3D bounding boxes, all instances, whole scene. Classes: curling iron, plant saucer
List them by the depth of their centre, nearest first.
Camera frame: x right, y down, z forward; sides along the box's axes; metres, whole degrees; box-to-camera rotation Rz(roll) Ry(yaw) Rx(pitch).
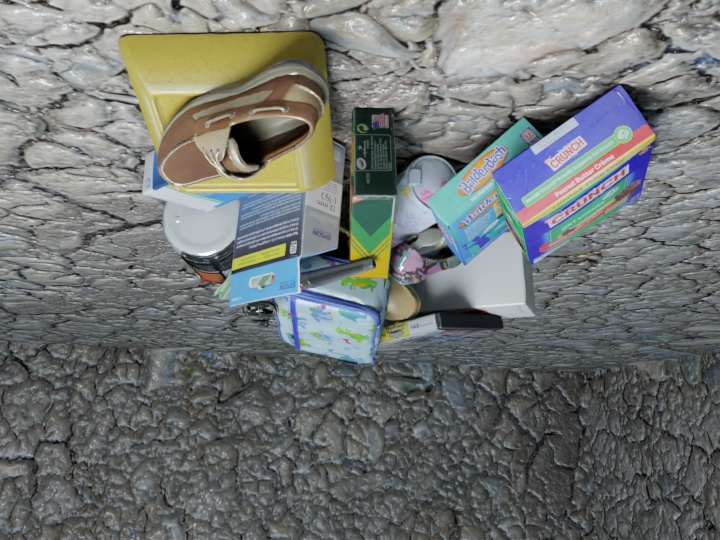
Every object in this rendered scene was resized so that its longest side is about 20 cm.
[{"bbox_3d":[-0.129,-0.144,0.754,0.197,0.049,0.201,0,144,2],"label":"plant saucer"},{"bbox_3d":[-0.064,0.022,0.909,0.198,0.050,0.026,-23,-175,26],"label":"curling iron"}]

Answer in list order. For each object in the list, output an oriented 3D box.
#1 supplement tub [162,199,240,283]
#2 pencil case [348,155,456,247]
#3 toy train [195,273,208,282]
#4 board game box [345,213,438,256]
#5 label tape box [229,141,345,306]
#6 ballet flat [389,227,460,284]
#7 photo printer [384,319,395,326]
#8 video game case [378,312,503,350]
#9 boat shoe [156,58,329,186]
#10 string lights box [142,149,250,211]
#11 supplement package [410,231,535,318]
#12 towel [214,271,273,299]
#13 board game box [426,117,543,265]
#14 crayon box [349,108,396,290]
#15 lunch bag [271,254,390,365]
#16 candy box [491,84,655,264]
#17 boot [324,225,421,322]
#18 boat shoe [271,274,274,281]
[{"bbox_3d":[-0.217,-0.052,1.115,0.121,0.124,0.200,0,167,0],"label":"supplement tub"},{"bbox_3d":[0.059,-0.093,1.036,0.090,0.084,0.200,27,157,-19],"label":"pencil case"},{"bbox_3d":[-0.237,-0.029,1.324,0.114,0.086,0.200,-10,169,-16],"label":"toy train"},{"bbox_3d":[0.096,-0.069,1.215,0.198,0.041,0.152,-8,164,30],"label":"board game box"},{"bbox_3d":[-0.093,-0.055,0.931,0.066,0.203,0.142,16,160,-41],"label":"label tape box"},{"bbox_3d":[0.111,-0.035,1.079,0.199,0.069,0.072,-23,149,-53],"label":"ballet flat"},{"bbox_3d":[0.000,0.023,1.256,0.166,0.070,0.200,40,-171,-3],"label":"photo printer"},{"bbox_3d":[0.104,0.100,1.177,0.179,0.026,0.199,-18,165,35],"label":"video game case"},{"bbox_3d":[-0.117,-0.122,0.680,0.198,0.073,0.076,-23,138,30],"label":"boat shoe"},{"bbox_3d":[-0.177,-0.132,0.922,0.102,0.060,0.198,14,161,-43],"label":"string lights box"},{"bbox_3d":[0.180,0.016,1.219,0.197,0.122,0.121,-6,165,20],"label":"supplement package"},{"bbox_3d":[-0.123,-0.027,1.147,0.199,0.023,0.153,-22,159,-51],"label":"towel"},{"bbox_3d":[0.168,-0.092,0.945,0.152,0.045,0.200,-40,161,2],"label":"board game box"},{"bbox_3d":[0.012,-0.078,0.888,0.050,0.128,0.201,0,148,-1],"label":"crayon box"},{"bbox_3d":[-0.044,0.056,1.030,0.159,0.083,0.201,15,154,4],"label":"lunch bag"},{"bbox_3d":[0.249,-0.101,0.868,0.168,0.078,0.200,-34,159,7],"label":"candy box"},{"bbox_3d":[0.000,0.000,1.075,0.200,0.073,0.155,41,179,11],"label":"boot"},{"bbox_3d":[-0.104,-0.002,1.094,0.062,0.072,0.200,-34,170,-8],"label":"boat shoe"}]
